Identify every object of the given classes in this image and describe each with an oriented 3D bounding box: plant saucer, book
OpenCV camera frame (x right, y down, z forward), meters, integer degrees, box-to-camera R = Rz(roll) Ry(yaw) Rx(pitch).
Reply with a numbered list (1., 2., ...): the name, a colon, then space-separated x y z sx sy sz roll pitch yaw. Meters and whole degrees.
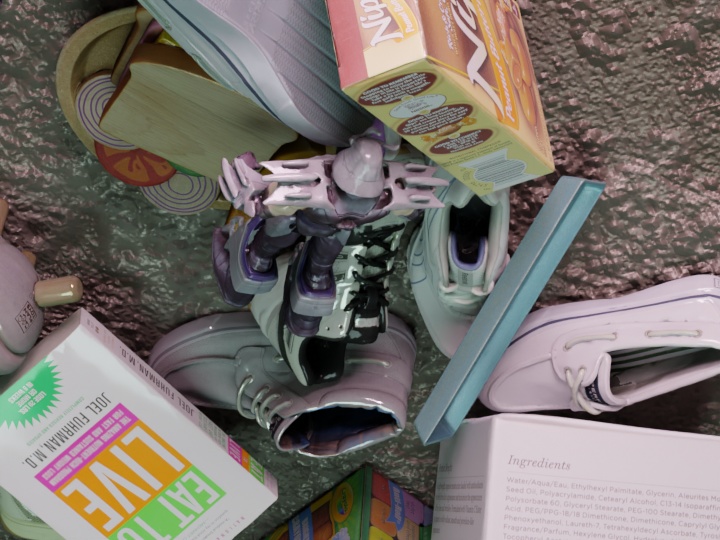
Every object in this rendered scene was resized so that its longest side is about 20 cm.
1. plant saucer: 0.095 0.024 1.258 0.019 0.070 0.201 33 101 16
2. book: -0.172 0.132 1.367 0.133 0.048 0.200 -39 115 17

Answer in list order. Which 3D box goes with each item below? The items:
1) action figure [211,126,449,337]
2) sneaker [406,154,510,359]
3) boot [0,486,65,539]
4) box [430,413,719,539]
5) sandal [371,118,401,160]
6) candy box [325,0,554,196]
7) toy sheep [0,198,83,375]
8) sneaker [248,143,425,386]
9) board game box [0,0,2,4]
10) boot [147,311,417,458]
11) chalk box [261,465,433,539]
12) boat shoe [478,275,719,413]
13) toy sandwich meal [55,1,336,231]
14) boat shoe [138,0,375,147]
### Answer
1. action figure: -0.028 -0.033 1.136 0.129 0.070 0.200 11 152 -18
2. sneaker: 0.065 -0.009 1.270 0.074 0.088 0.201 0 133 4
3. boot: -0.181 0.131 1.430 0.198 0.072 0.156 1 129 5
4. box: 0.160 0.175 1.323 0.198 0.132 0.199 6 172 -7
5. sandal: -0.019 -0.157 1.150 0.049 0.083 0.204 -17 118 -6
6. candy box: 0.043 -0.128 1.091 0.055 0.117 0.200 -18 158 20
7. toy sheep: -0.280 0.023 1.299 0.198 0.139 0.139 -13 129 16
8. sneaker: 0.000 0.000 1.268 0.075 0.088 0.200 -11 151 -35
9. board game box: -0.330 -0.199 1.178 0.198 0.032 0.121 -5 135 9
10. boot: -0.060 0.084 1.357 0.198 0.096 0.074 -8 130 12
11. chalk box: 0.009 0.247 1.477 0.124 0.125 0.200 35 125 -24
12. boat shoe: 0.164 0.062 1.325 0.199 0.067 0.074 -24 125 24
13. toy sandwich meal: -0.103 -0.088 1.201 0.203 0.071 0.206 9 143 7
14. boat shoe: -0.064 -0.140 1.080 0.066 0.074 0.200 9 154 41
